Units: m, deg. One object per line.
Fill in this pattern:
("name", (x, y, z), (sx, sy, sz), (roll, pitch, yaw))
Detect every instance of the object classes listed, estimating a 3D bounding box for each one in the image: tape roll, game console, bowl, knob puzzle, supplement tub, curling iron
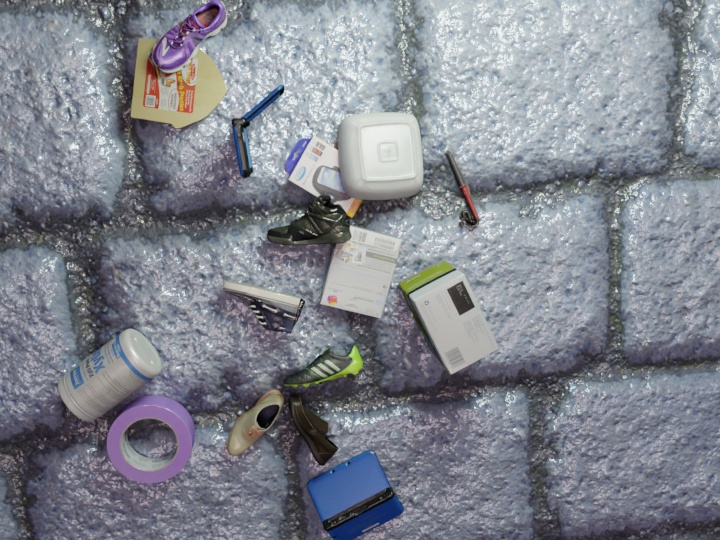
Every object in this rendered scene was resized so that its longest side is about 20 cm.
("tape roll", (-0.506, 0.409, 1.619), (0.199, 0.066, 0.202), (-1, 102, -7))
("game console", (-0.011, 0.591, 1.733), (0.199, 0.119, 0.171), (-26, 134, 0))
("bowl", (0.053, -0.264, 1.519), (0.198, 0.075, 0.201), (-5, 92, -13))
("knob puzzle", (-0.398, -0.411, 1.483), (0.218, 0.030, 0.221), (0, 88, -12))
("game console", (-0.209, -0.299, 1.437), (0.117, 0.200, 0.172), (-9, 102, -4))
("supplement tub", (-0.577, 0.241, 1.544), (0.200, 0.132, 0.132), (-36, 103, 0))
("curling iron", (0.241, -0.193, 1.603), (0.049, 0.026, 0.201), (-19, 102, -5))

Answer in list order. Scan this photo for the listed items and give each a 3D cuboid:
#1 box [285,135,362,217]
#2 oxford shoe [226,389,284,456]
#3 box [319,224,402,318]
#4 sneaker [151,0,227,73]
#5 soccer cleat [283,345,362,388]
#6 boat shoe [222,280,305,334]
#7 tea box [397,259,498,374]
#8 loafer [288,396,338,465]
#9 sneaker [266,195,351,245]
("box", (-0.075, -0.224, 1.556), (0.199, 0.041, 0.119), (29, 97, -13))
("oxford shoe", (-0.263, 0.381, 1.634), (0.071, 0.074, 0.200), (36, 95, -11))
("box", (0.000, 0.000, 1.607), (0.155, 0.041, 0.201), (13, 98, -8))
("sneaker", (-0.372, -0.513, 1.432), (0.081, 0.083, 0.200), (43, 84, -8))
("soccer cleat", (-0.094, 0.237, 1.637), (0.199, 0.068, 0.082), (-13, 85, -4))
("boat shoe", (-0.237, 0.089, 1.579), (0.199, 0.075, 0.093), (15, 91, -10))
("tea box", (0.202, 0.104, 1.569), (0.133, 0.197, 0.201), (-27, 102, -1))
("loafer", (-0.117, 0.388, 1.660), (0.071, 0.073, 0.201), (-28, 111, -6))
("sneaker", (-0.123, -0.117, 1.537), (0.198, 0.076, 0.115), (-3, 107, 14))
